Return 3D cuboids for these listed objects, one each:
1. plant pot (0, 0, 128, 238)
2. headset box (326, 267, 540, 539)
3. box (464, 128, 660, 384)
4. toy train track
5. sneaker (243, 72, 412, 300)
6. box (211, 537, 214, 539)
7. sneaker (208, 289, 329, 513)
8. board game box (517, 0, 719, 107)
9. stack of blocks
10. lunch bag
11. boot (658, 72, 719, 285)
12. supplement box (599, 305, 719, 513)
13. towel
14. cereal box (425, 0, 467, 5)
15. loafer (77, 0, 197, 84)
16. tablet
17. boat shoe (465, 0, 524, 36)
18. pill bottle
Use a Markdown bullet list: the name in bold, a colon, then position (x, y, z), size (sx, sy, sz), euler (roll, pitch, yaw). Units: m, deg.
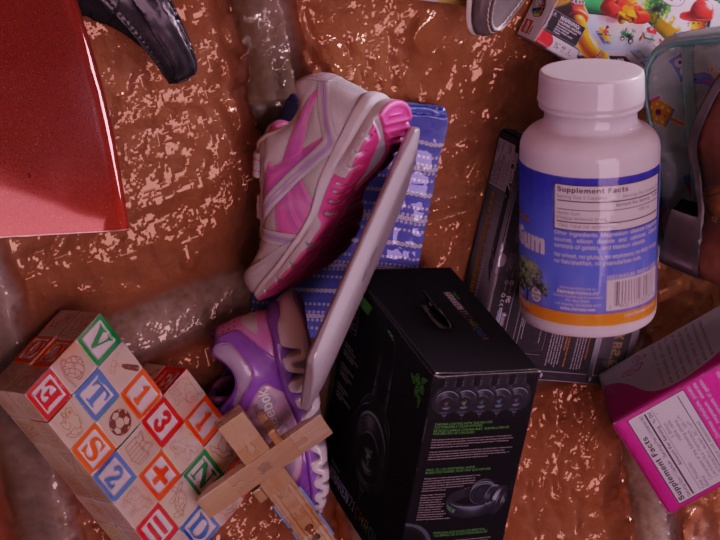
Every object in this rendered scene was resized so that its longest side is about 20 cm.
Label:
- **plant pot**: position (-0.278, -0.121, 1.362), size (0.198, 0.200, 0.178), euler (-3, 99, -24)
- **headset box**: position (0.051, 0.112, 1.583), size (0.092, 0.174, 0.202), euler (-1, 118, -23)
- **box**: position (0.170, -0.008, 1.686), size (0.157, 0.048, 0.202), euler (5, 105, -28)
- **toy train track**: position (-0.061, 0.170, 1.574), size (0.114, 0.033, 0.201), euler (-34, 128, -3)
- **sneaker**: position (-0.041, -0.068, 1.535), size (0.081, 0.088, 0.201), euler (-17, 143, -58)
- **box**: position (-0.184, 0.307, 1.632), size (0.199, 0.044, 0.161), euler (-31, 118, -13)
- **sneaker**: position (-0.074, 0.111, 1.602), size (0.088, 0.081, 0.202), euler (-11, 120, -4)
- **board game box**: position (0.237, -0.205, 1.656), size (0.199, 0.035, 0.127), euler (24, 96, -30)
- **stack of blocks**: position (-0.175, 0.123, 1.543), size (0.115, 0.058, 0.201), euler (-50, 120, -27)
- **lunch bag**: position (0.304, -0.095, 1.621), size (0.159, 0.077, 0.202), euler (-4, 101, 12)
- **boot**: position (0.342, -0.056, 1.534), size (0.198, 0.068, 0.190), euler (18, 108, 15)
- **supplement box**: position (0.307, 0.094, 1.656), size (0.199, 0.101, 0.104), euler (-29, 108, 11)
- **towel**: position (-0.009, -0.039, 1.606), size (0.144, 0.024, 0.202), euler (3, 107, -25)
- **cereal box**: position (0.012, -0.280, 1.520), size (0.198, 0.040, 0.145), euler (2, 108, -26)
- **loafer**: position (-0.189, -0.210, 1.438), size (0.070, 0.068, 0.201), euler (-36, 114, 0)
- **tablet**: position (0.000, 0.000, 1.512), size (0.014, 0.130, 0.201), euler (22, 70, 4)
- **boat shoe**: position (0.139, -0.269, 1.545), size (0.201, 0.057, 0.067), euler (-68, 153, -6)
- **pill bottle**: position (0.179, -0.059, 1.581), size (0.111, 0.112, 0.202), euler (-10, 110, -22)
